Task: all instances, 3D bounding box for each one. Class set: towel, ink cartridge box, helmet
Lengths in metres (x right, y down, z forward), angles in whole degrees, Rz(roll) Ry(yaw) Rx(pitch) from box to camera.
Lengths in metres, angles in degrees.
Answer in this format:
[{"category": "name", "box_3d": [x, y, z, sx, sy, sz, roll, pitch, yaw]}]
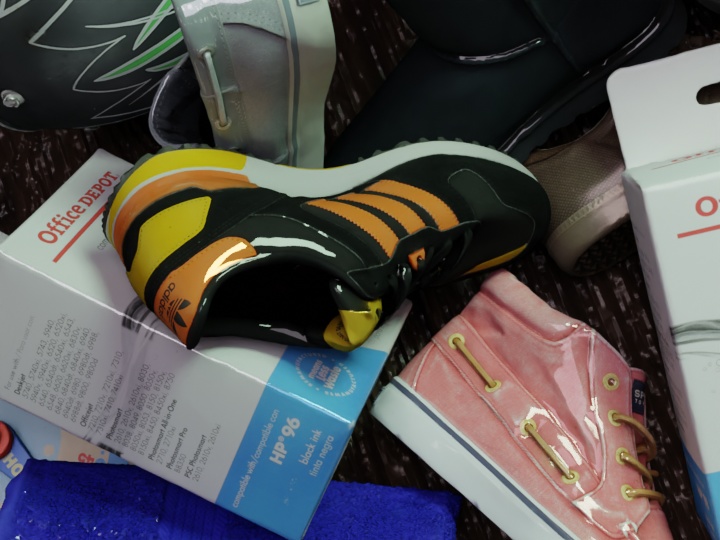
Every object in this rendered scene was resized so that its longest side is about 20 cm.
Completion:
[{"category": "towel", "box_3d": [-0.058, 0.135, 0.694, 0.199, 0.050, 0.148, 4, 41, 1]}, {"category": "ink cartridge box", "box_3d": [0.177, 0.005, 0.700, 0.115, 0.067, 0.201, -14, 99, 5]}, {"category": "helmet", "box_3d": [-0.123, -0.164, 0.764, 0.200, 0.200, 0.191, -48, 58, -5]}, {"category": "ink cartridge box", "box_3d": [-0.090, 0.019, 0.726, 0.199, 0.116, 0.068, 25, 118, 2]}]

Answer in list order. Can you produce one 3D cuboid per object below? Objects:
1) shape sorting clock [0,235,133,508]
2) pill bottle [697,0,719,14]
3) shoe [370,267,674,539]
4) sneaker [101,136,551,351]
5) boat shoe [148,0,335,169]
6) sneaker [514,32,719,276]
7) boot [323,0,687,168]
[{"category": "shape sorting clock", "box_3d": [-0.166, 0.079, 0.787, 0.199, 0.039, 0.201, -2, 76, 8]}, {"category": "pill bottle", "box_3d": [0.168, -0.176, 0.714, 0.111, 0.200, 0.112, -2, 78, 12]}, {"category": "shoe", "box_3d": [0.104, 0.088, 0.727, 0.200, 0.071, 0.091, 40, 88, 19]}, {"category": "sneaker", "box_3d": [0.000, 0.000, 0.689, 0.199, 0.070, 0.090, -1, 43, -28]}, {"category": "boat shoe", "box_3d": [-0.055, -0.072, 0.716, 0.071, 0.201, 0.070, -14, 69, -10]}, {"category": "sneaker", "box_3d": [0.155, -0.081, 0.763, 0.199, 0.070, 0.076, -33, 69, -2]}, {"category": "boot", "box_3d": [0.023, -0.110, 0.722, 0.200, 0.168, 0.077, -35, 43, 15]}]
